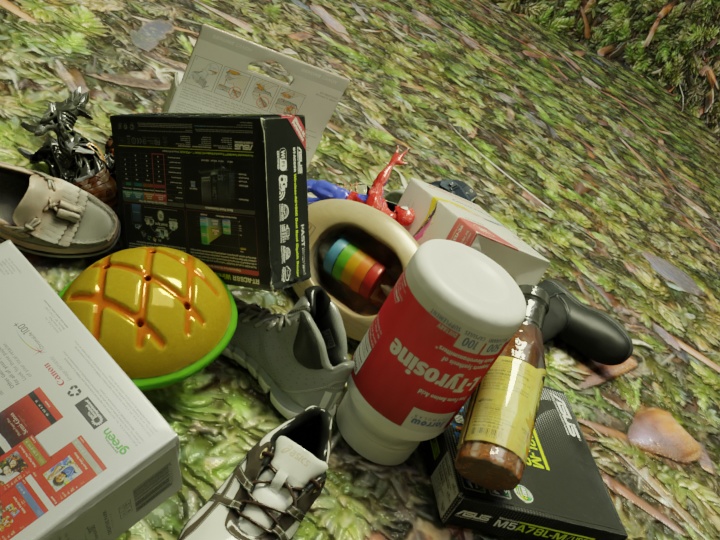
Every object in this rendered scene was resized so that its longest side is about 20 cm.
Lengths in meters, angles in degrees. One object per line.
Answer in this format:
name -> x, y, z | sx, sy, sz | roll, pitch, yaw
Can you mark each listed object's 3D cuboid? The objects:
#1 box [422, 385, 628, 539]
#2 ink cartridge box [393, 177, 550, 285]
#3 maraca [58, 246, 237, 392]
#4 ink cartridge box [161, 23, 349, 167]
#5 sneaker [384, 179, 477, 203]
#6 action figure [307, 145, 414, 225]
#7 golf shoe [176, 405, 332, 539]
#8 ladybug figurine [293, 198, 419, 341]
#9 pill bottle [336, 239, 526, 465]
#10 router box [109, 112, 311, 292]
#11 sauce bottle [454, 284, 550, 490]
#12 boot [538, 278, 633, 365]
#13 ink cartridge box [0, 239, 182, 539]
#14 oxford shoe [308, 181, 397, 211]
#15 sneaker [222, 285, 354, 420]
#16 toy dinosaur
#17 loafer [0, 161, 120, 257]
box -> 0.154, 0.184, 0.842 | 0.191, 0.048, 0.201 | 16, 32, -18
ink cartridge box -> 0.112, -0.042, 0.955 | 0.116, 0.068, 0.200 | 19, 17, -33
maraca -> -0.197, 0.047, 0.678 | 0.199, 0.108, 0.137 | -22, 54, -32
ink cartridge box -> -0.139, -0.205, 1.037 | 0.198, 0.177, 0.045 | 15, 32, -26
sneaker -> 0.148, -0.059, 1.179 | 0.202, 0.077, 0.146 | 43, 34, 23
action figure -> -0.013, -0.103, 0.979 | 0.199, 0.065, 0.099 | 20, 63, 28
golf shoe -> -0.075, 0.171, 0.606 | 0.077, 0.095, 0.200 | 31, 31, -1
ladybug figurine -> 0.000, 0.000, 0.910 | 0.200, 0.136, 0.072 | 38, 7, 20
pill bottle -> 0.056, 0.081, 0.753 | 0.111, 0.201, 0.113 | 22, 30, -13
router box -> -0.141, -0.070, 0.768 | 0.198, 0.152, 0.062 | 8, 16, 33
sauce bottle -> 0.141, 0.103, 0.771 | 0.066, 0.066, 0.201 | 27, 58, -6
boot -> 0.248, 0.082, 1.065 | 0.164, 0.066, 0.199 | 37, 25, 28
ink cartridge box -> -0.245, 0.107, 0.530 | 0.175, 0.084, 0.200 | -34, 66, -30
oxford shoe -> -0.026, -0.093, 1.074 | 0.198, 0.074, 0.071 | 21, 33, -15
sneaker -> -0.080, 0.043, 0.772 | 0.200, 0.116, 0.075 | 40, 30, 15
toy dinosaur -> -0.277, -0.102, 0.844 | 0.136, 0.102, 0.200 | 53, 29, 8
loafer -> -0.319, -0.064, 0.750 | 0.198, 0.063, 0.073 | 18, 71, -13
